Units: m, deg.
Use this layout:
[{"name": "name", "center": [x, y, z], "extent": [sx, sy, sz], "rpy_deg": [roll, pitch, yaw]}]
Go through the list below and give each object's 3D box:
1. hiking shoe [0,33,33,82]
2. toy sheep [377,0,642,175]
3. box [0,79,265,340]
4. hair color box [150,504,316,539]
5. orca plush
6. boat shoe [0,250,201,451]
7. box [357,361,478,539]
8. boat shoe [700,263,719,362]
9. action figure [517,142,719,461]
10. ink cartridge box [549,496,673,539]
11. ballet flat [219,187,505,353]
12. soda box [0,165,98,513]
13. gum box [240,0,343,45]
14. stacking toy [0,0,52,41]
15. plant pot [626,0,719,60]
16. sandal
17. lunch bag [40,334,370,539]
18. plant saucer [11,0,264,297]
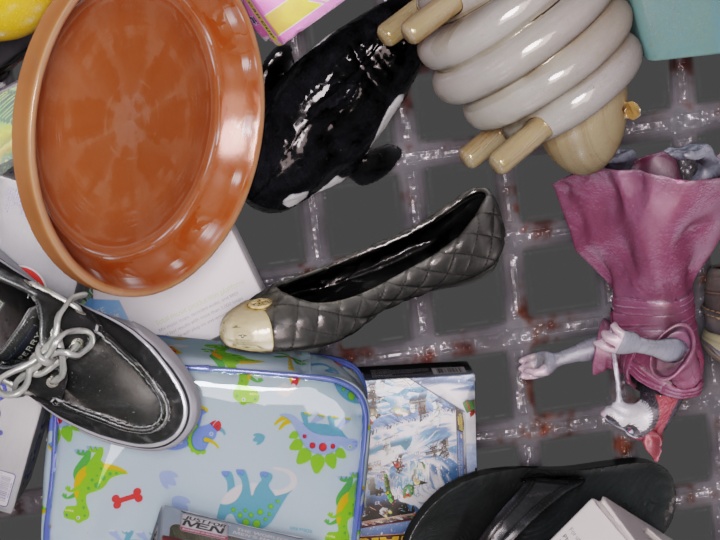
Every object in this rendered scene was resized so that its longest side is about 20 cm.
[{"name": "hiking shoe", "center": [-0.245, -0.159, 1.107], "extent": [0.199, 0.076, 0.101], "rpy_deg": [-26, 94, -8]}, {"name": "toy sheep", "center": [0.090, -0.142, 1.062], "extent": [0.137, 0.138, 0.201], "rpy_deg": [-34, 107, 3]}, {"name": "box", "center": [-0.161, -0.035, 1.149], "extent": [0.143, 0.036, 0.202], "rpy_deg": [-25, 101, 1]}, {"name": "hair color box", "center": [-0.098, 0.243, 1.096], "extent": [0.098, 0.061, 0.201], "rpy_deg": [14, 121, -10]}, {"name": "orca plush", "center": [0.004, -0.106, 1.129], "extent": [0.199, 0.071, 0.106], "rpy_deg": [-29, 102, 2]}, {"name": "boat shoe", "center": [-0.180, 0.039, 1.034], "extent": [0.199, 0.068, 0.074], "rpy_deg": [39, 98, -2]}, {"name": "box", "center": [-0.022, 0.135, 1.192], "extent": [0.198, 0.040, 0.139], "rpy_deg": [-2, 101, -4]}, {"name": "boat shoe", "center": [0.316, 0.010, 1.176], "extent": [0.198, 0.075, 0.074], "rpy_deg": [-11, 102, -3]}, {"name": "action figure", "center": [0.186, 0.020, 1.162], "extent": [0.147, 0.134, 0.202], "rpy_deg": [-11, 100, -21]}, {"name": "ink cartridge box", "center": [0.131, 0.255, 1.165], "extent": [0.200, 0.084, 0.146], "rpy_deg": [-46, 145, 9]}, {"name": "ballet flat", "center": [0.000, 0.000, 1.138], "extent": [0.198, 0.066, 0.057], "rpy_deg": [-22, 124, -20]}, {"name": "soda box", "center": [-0.209, 0.039, 1.110], "extent": [0.063, 0.068, 0.202], "rpy_deg": [17, 101, -3]}, {"name": "gum box", "center": [-0.009, -0.236, 1.104], "extent": [0.199, 0.066, 0.114], "rpy_deg": [-35, 100, 3]}, {"name": "stacking toy", "center": [-0.200, -0.180, 1.020], "extent": [0.145, 0.146, 0.201], "rpy_deg": [29, 83, -9]}, {"name": "plant pot", "center": [0.199, -0.236, 1.088], "extent": [0.140, 0.141, 0.202], "rpy_deg": [-6, 109, -3]}, {"name": "sandal", "center": [0.120, 0.161, 1.177], "extent": [0.198, 0.048, 0.076], "rpy_deg": [-11, 104, -20]}, {"name": "lunch bag", "center": [-0.096, 0.126, 1.123], "extent": [0.198, 0.082, 0.163], "rpy_deg": [5, 100, -3]}, {"name": "plant saucer", "center": [-0.128, -0.086, 1.054], "extent": [0.032, 0.199, 0.203], "rpy_deg": [10, 104, 35]}]
